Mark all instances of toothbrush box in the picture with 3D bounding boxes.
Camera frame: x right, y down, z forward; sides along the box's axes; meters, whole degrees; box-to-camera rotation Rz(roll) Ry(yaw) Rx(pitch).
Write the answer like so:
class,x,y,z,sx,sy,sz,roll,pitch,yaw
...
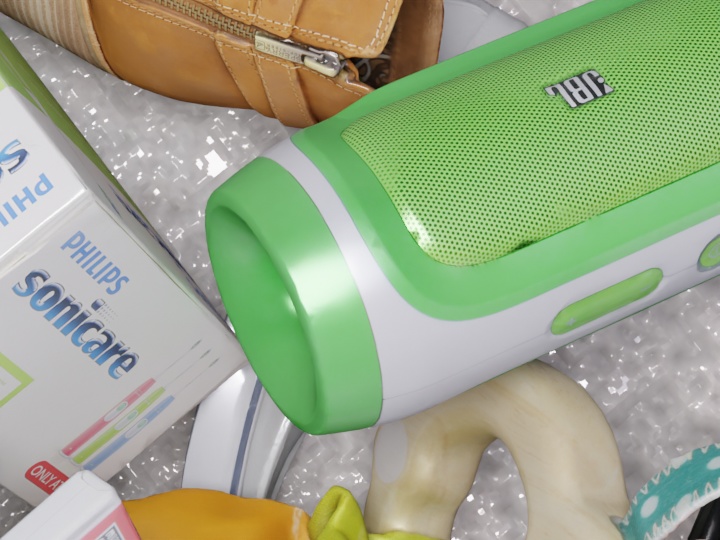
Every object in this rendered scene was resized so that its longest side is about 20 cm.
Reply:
class,x,y,z,sx,sy,sz,roll,pitch,yaw
toothbrush box,-0.137,-0.040,0.745,0.086,0.146,0.200,-40,65,-1

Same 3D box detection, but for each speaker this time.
class,x,y,z,sx,sy,sz,roll,pitch,yaw
speaker,0.060,-0.026,0.719,0.199,0.088,0.089,-24,88,-18

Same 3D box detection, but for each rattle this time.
class,x,y,z,sx,sy,sz,roll,pitch,yaw
rattle,0.021,0.076,0.701,0.142,0.200,0.131,27,80,-24

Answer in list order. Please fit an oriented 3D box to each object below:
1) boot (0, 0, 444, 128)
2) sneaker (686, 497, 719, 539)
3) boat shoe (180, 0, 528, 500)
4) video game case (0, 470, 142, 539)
class,x,y,z,sx,sy,sz,roll,pitch,yaw
boot,-0.051,-0.122,0.727,0.155,0.201,0.077,22,49,22
sneaker,0.113,0.129,0.744,0.076,0.091,0.201,10,100,22
boat shoe,0.000,0.000,0.810,0.065,0.074,0.201,22,89,6
video game case,-0.093,0.167,0.705,0.143,0.201,0.017,-41,46,-20
